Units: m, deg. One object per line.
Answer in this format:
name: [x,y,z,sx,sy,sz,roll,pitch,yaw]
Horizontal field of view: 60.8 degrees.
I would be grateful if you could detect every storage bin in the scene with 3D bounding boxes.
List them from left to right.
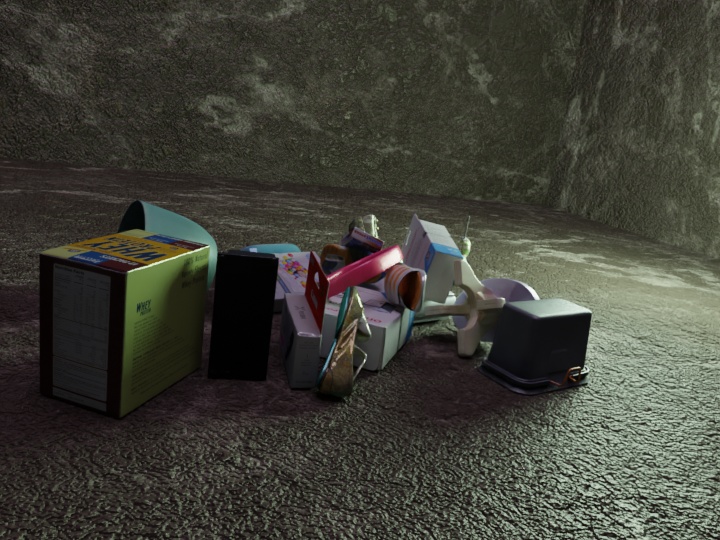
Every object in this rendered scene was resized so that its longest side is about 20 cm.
storage bin: [0.332,0.130,1.104,0.200,0.135,0.145,-3,18,-33]

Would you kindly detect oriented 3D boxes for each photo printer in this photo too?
photo printer: [0.085,0.062,1.352,0.200,0.070,0.166,-3,18,-37]

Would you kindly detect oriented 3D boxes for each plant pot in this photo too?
plant pot: [-0.379,-0.020,1.202,0.161,0.201,0.201,14,9,-36]

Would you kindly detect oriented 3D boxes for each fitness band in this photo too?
fitness band: [0.000,0.000,1.165,0.144,0.037,0.200,-25,4,34]

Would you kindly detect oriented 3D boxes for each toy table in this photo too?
toy table: [0.233,0.074,1.206,0.117,0.184,0.200,7,-24,-41]

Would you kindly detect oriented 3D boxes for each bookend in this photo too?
bookend: [-0.194,0.046,1.013,0.092,0.200,0.199,5,16,-12]

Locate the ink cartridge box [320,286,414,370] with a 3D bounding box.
ink cartridge box: [0.005,0.100,1.141,0.146,0.086,0.200,12,14,17]

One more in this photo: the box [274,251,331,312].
box: [-0.152,0.022,1.343,0.200,0.041,0.156,-2,39,-39]

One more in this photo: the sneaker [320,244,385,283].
sneaker: [0.000,-0.017,1.353,0.088,0.075,0.200,12,6,-40]

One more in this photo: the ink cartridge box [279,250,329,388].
ink cartridge box: [-0.097,0.073,1.013,0.043,0.174,0.200,4,15,-14]

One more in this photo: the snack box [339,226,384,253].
snack box: [-0.001,-0.058,1.370,0.072,0.024,0.200,27,-8,-6]

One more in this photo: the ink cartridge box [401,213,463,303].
ink cartridge box: [0.150,-0.031,1.337,0.067,0.116,0.200,12,26,-14]

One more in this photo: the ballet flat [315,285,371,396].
ballet flat: [-0.017,0.115,0.984,0.071,0.071,0.200,10,50,8]

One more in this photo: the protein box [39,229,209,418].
protein box: [-0.330,0.063,0.874,0.135,0.200,0.199,12,15,15]

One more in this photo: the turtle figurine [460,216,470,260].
turtle figurine: [0.227,-0.066,1.714,0.144,0.200,0.194,-36,11,-25]

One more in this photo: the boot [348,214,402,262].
boot: [0.031,-0.064,1.517,0.072,0.155,0.200,2,-9,-31]

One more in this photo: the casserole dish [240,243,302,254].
casserole dish: [-0.226,-0.028,1.445,0.200,0.039,0.121,-4,-18,-47]

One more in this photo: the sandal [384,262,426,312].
sandal: [0.069,0.027,1.154,0.059,0.079,0.207,5,7,-14]
